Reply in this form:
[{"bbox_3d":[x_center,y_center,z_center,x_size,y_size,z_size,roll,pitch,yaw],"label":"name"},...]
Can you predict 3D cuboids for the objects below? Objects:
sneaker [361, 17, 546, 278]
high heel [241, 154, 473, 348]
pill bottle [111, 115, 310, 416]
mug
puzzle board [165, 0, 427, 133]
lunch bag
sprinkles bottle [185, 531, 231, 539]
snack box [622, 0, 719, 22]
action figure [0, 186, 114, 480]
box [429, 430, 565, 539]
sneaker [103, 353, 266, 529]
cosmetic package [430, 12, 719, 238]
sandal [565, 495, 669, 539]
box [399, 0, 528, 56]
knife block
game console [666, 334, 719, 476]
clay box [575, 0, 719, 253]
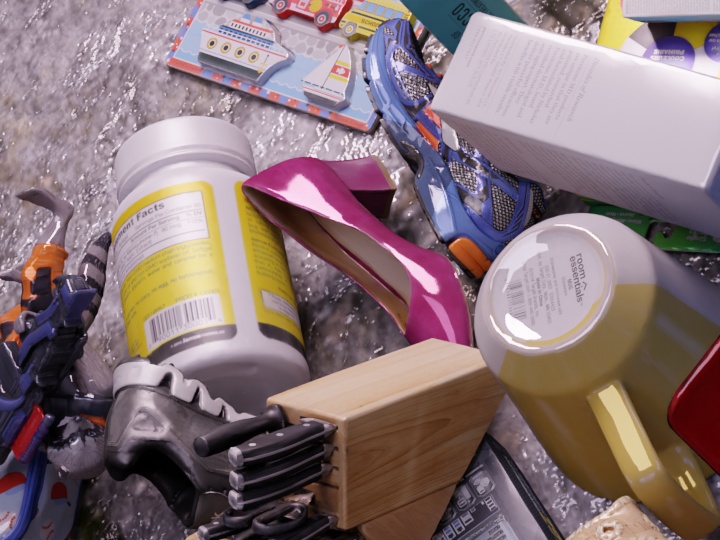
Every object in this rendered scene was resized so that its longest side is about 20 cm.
[{"bbox_3d":[0.063,-0.088,1.787,0.078,0.075,0.200,-28,62,6],"label":"sneaker"},{"bbox_3d":[0.000,0.000,1.743,0.096,0.067,0.200,-10,54,-23],"label":"high heel"},{"bbox_3d":[-0.103,0.004,1.804,0.114,0.114,0.200,-24,55,19],"label":"pill bottle"},{"bbox_3d":[0.154,0.048,1.597,0.187,0.153,0.149,29,82,38],"label":"mug"},{"bbox_3d":[-0.034,-0.188,1.926,0.200,0.017,0.151,21,77,38],"label":"puzzle board"},{"bbox_3d":[-0.284,0.142,1.870,0.200,0.076,0.160,-8,60,27],"label":"lunch bag"},{"bbox_3d":[-0.024,0.208,1.611,0.200,0.068,0.068,13,73,35],"label":"sprinkles bottle"},{"bbox_3d":[0.222,-0.254,1.682,0.116,0.037,0.200,2,90,32],"label":"snack box"},{"bbox_3d":[-0.187,0.044,1.766,0.200,0.105,0.194,-47,46,47],"label":"action figure"},{"bbox_3d":[0.037,0.214,1.647,0.200,0.051,0.158,-39,51,8],"label":"box"},{"bbox_3d":[-0.073,0.131,1.691,0.066,0.200,0.091,123,169,-55],"label":"sneaker"},{"bbox_3d":[0.155,-0.085,1.641,0.200,0.101,0.071,20,81,34],"label":"cosmetic package"},{"bbox_3d":[0.133,0.159,1.527,0.212,0.078,0.070,-2,68,44],"label":"sandal"},{"bbox_3d":[0.057,-0.176,1.745,0.049,0.200,0.082,-43,51,5],"label":"box"},{"bbox_3d":[-0.012,0.093,1.594,0.064,0.176,0.200,14,66,39],"label":"knife block"},{"bbox_3d":[0.233,0.025,1.529,0.119,0.200,0.172,-27,54,16],"label":"game console"},{"bbox_3d":[0.201,-0.111,1.720,0.115,0.048,0.200,3,67,32],"label":"clay box"}]
